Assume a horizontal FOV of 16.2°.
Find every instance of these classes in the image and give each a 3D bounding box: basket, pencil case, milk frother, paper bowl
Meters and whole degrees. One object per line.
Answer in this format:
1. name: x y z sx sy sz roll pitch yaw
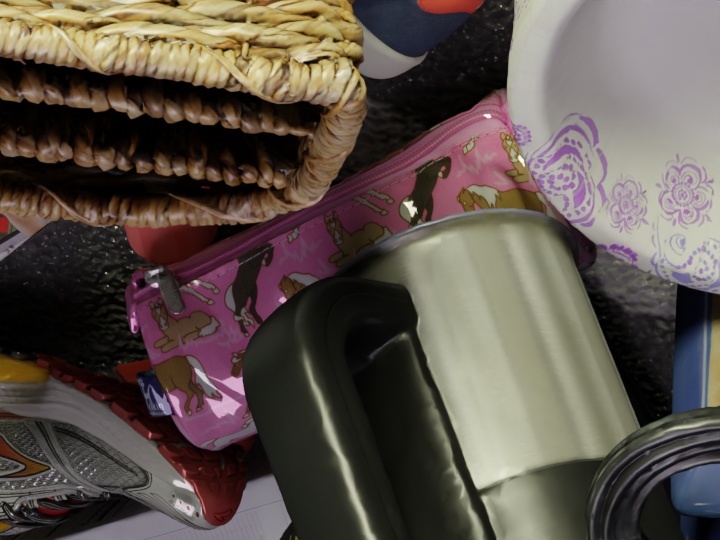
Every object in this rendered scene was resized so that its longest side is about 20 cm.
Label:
1. basket: -0.106 -0.064 0.862 0.199 0.149 0.143 6 130 -11
2. pencil case: 0.000 0.000 1.047 0.199 0.083 0.086 -26 166 13
3. milk frother: 0.079 0.056 0.914 0.199 0.189 0.180 -29 150 16
4. paper bowl: 0.156 -0.092 0.939 0.199 0.105 0.201 4 135 4

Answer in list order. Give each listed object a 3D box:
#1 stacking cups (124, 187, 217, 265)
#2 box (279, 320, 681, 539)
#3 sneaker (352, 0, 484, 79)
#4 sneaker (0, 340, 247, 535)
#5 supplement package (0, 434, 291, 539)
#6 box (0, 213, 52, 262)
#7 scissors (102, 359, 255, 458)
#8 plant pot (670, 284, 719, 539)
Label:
1. stacking cups: -0.093 -0.080 1.021 0.060 0.061 0.201 0 134 9
2. box: 0.063 0.124 1.106 0.050 0.200 0.199 5 141 44
3. sneaker: -0.022 -0.157 0.932 0.084 0.075 0.200 -32 130 29
4. sneaker: -0.130 0.084 1.123 0.199 0.083 0.078 14 179 41
5. supplement package: -0.066 0.145 1.182 0.199 0.109 0.114 -18 98 25
6. box: -0.235 -0.015 1.128 0.110 0.035 0.200 37 129 -25
7. scissors: -0.115 0.051 1.182 0.199 0.073 0.014 7 156 37
8. plant pot: 0.223 0.080 1.042 0.199 0.200 0.181 -5 127 13
